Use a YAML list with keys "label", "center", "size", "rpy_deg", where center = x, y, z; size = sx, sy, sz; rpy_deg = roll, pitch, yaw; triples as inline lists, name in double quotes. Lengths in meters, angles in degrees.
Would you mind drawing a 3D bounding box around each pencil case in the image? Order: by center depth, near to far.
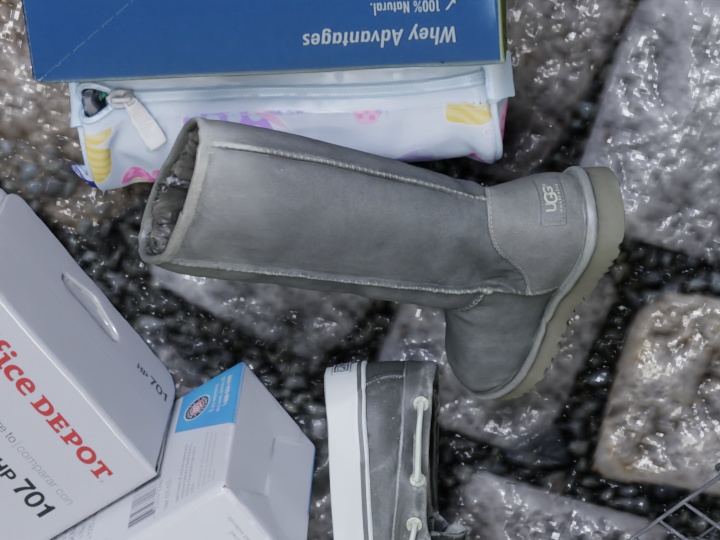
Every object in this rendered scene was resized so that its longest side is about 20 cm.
- label: "pencil case"
  center: [-0.032, -0.084, 1.015]
  size: [0.200, 0.091, 0.083]
  rpy_deg: [-3, 81, 2]

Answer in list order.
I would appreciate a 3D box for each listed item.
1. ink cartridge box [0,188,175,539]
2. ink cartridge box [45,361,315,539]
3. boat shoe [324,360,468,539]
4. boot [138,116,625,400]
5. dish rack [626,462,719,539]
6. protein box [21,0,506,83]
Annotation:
- label: "ink cartridge box"
  center: [-0.214, 0.076, 1.113]
  size: [0.200, 0.086, 0.146]
  rpy_deg: [-31, 113, 19]
- label: "ink cartridge box"
  center: [-0.123, 0.143, 1.127]
  size: [0.200, 0.116, 0.067]
  rpy_deg: [-31, 114, 18]
- label: "boat shoe"
  center: [0.022, 0.144, 1.118]
  size: [0.064, 0.071, 0.200]
  rpy_deg: [-5, 97, 6]
- label: "boot"
  center: [-0.001, -0.001, 1.018]
  size: [0.200, 0.073, 0.182]
  rpy_deg: [-1, 145, -19]
- label: "dish rack"
  center: [0.180, 0.178, 1.118]
  size: [0.200, 0.055, 0.154]
  rpy_deg: [-31, 116, -19]
- label: "protein box"
  center: [-0.042, -0.197, 0.928]
  size: [0.198, 0.135, 0.200]
  rpy_deg: [-2, 118, 4]
